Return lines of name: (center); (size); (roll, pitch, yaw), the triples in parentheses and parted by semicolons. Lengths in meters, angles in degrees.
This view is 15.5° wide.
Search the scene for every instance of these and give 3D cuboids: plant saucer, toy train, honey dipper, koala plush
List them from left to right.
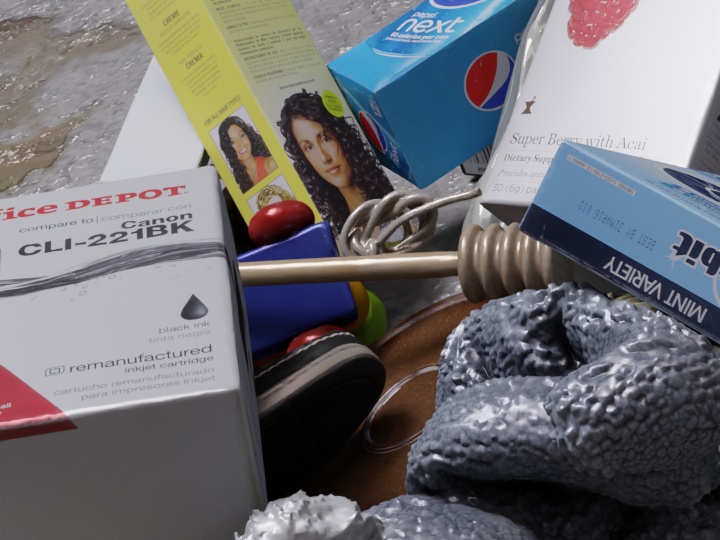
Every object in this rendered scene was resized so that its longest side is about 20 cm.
toy train: (-0.014, 0.015, 1.331); (0.200, 0.085, 0.116); (-22, -18, 13)
honey dipper: (0.000, 0.000, 1.248); (0.200, 0.038, 0.038); (-3, 32, 20)
plant saucer: (0.031, 0.073, 1.234); (0.200, 0.032, 0.200); (-31, 26, 17)
koala plush: (0.050, 0.119, 1.050); (0.200, 0.178, 0.184); (-40, 33, -14)

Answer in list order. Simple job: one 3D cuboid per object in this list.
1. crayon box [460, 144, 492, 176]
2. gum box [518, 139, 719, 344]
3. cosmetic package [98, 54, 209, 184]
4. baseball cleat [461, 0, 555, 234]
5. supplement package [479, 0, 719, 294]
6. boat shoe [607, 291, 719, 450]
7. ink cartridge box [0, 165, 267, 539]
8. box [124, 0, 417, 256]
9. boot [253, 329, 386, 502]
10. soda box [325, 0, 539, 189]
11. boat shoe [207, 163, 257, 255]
crayon box: (0.173, -0.116, 1.496); (0.200, 0.058, 0.173); (7, 39, 44)
gum box: (0.179, 0.009, 1.085); (0.170, 0.045, 0.200); (31, 10, 25)
cosmetic package: (-0.121, -0.032, 1.471); (0.052, 0.151, 0.200); (17, 33, -2)
baseball cleat: (0.096, -0.075, 1.397); (0.200, 0.070, 0.106); (-63, 3, -22)
supplement package: (0.166, -0.092, 1.304); (0.121, 0.120, 0.200); (5, 67, 43)
boat shoe: (0.142, 0.038, 1.234); (0.073, 0.063, 0.201); (-35, 30, -23)
ink cartridge box: (-0.119, 0.043, 1.112); (0.144, 0.084, 0.200); (-9, 28, -1)
box: (-0.051, -0.089, 1.415); (0.050, 0.200, 0.075); (-36, -9, 36)
boot: (-0.101, 0.055, 1.247); (0.200, 0.073, 0.151); (-36, 56, 6)
soda box: (0.086, -0.131, 1.447); (0.200, 0.068, 0.064); (-34, 30, -13)
boat shoe: (-0.054, -0.027, 1.477); (0.074, 0.086, 0.202); (-2, 34, 34)
